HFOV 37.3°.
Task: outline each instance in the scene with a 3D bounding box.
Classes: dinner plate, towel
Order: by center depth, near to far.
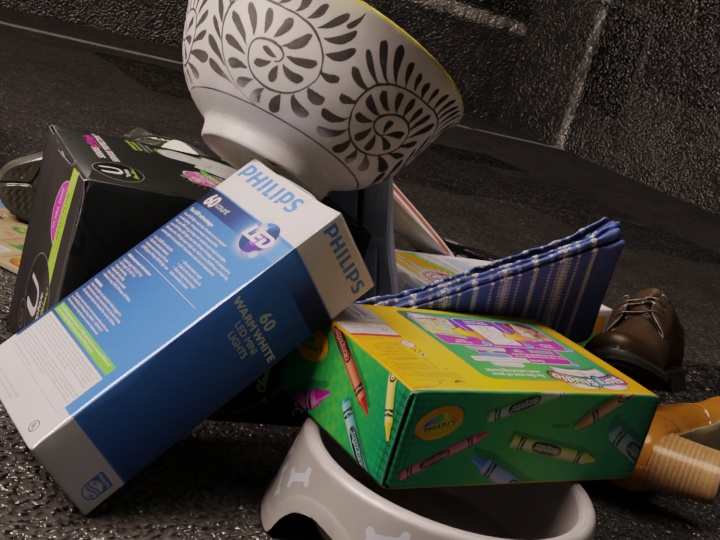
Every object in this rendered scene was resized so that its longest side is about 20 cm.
[{"bbox_3d":[0.083,0.036,0.741,0.197,0.146,0.024,-17,58,-11],"label":"towel"},{"bbox_3d":[0.015,-0.076,0.965,0.201,0.024,0.200,49,7,-8],"label":"dinner plate"}]

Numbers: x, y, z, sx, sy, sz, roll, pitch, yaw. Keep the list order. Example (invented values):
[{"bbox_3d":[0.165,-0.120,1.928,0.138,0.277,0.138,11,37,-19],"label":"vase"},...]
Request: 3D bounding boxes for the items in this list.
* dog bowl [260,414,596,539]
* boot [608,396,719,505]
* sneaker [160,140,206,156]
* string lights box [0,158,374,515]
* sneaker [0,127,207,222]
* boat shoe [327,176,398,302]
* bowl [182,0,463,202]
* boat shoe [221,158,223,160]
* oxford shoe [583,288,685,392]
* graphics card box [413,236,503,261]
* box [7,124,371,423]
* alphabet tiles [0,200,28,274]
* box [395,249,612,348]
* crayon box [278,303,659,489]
[{"bbox_3d":[0.044,0.135,0.615,0.197,0.059,0.200,15,15,-4],"label":"dog bowl"},{"bbox_3d":[0.217,0.121,0.848,0.142,0.072,0.201,18,12,19],"label":"boot"},{"bbox_3d":[-0.097,-0.043,0.949,0.200,0.075,0.084,48,44,-1],"label":"sneaker"},{"bbox_3d":[-0.102,0.029,0.596,0.199,0.059,0.103,-38,38,-15],"label":"string lights box"},{"bbox_3d":[-0.243,-0.088,1.020,0.197,0.077,0.114,-10,17,-17],"label":"sneaker"},{"bbox_3d":[0.000,0.000,0.810,0.071,0.203,0.062,7,-4,8],"label":"boat shoe"},{"bbox_3d":[-0.042,-0.105,0.681,0.199,0.095,0.201,27,-9,4],"label":"bowl"},{"bbox_3d":[-0.065,-0.087,1.008,0.060,0.072,0.201,26,-6,25],"label":"boat shoe"},{"bbox_3d":[0.218,0.055,0.862,0.072,0.086,0.199,3,-3,24],"label":"oxford shoe"},{"bbox_3d":[0.113,0.016,1.153,0.124,0.052,0.200,20,16,13],"label":"graphics card box"},{"bbox_3d":[-0.120,0.005,0.726,0.198,0.150,0.124,10,17,-29],"label":"box"},{"bbox_3d":[-0.309,-0.033,0.943,0.165,0.006,0.199,24,16,23],"label":"alphabet tiles"},{"bbox_3d":[0.093,0.053,0.886,0.198,0.103,0.112,6,17,-36],"label":"box"},{"bbox_3d":[0.067,0.072,0.638,0.198,0.059,0.119,6,18,-36],"label":"crayon box"}]
